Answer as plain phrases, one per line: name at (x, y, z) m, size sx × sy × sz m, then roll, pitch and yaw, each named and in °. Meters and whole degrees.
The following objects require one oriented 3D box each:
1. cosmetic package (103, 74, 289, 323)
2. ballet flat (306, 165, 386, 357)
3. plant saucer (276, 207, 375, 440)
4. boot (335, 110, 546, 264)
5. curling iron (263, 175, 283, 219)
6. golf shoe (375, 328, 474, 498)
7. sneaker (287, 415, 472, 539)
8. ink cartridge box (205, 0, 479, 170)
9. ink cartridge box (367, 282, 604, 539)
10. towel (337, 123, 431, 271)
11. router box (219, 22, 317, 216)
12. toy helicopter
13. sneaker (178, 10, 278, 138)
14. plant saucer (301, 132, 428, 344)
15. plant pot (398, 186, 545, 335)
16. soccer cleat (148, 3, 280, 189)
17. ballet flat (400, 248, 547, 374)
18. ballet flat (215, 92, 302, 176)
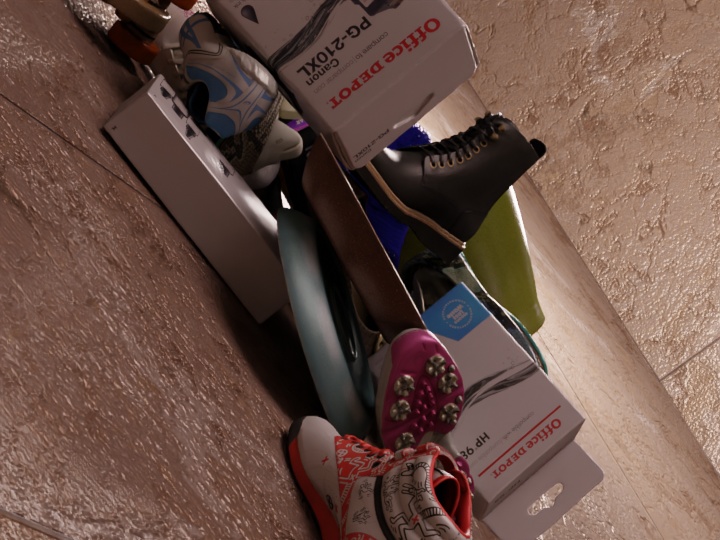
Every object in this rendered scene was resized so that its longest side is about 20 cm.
cosmetic package at (-0.120, -0.059, 1.616) m, size 0.200 × 0.050 × 0.083 m, roll 52°, pitch 13°, yaw -12°
ballet flat at (0.000, 0.000, 1.747) m, size 0.067 × 0.046 × 0.201 m, roll -52°, pitch 134°, yaw -56°
plant saucer at (-0.023, 0.043, 1.595) m, size 0.200 × 0.027 × 0.202 m, roll -16°, pitch 90°, yaw -84°
boot at (0.068, -0.105, 1.763) m, size 0.078 × 0.138 × 0.200 m, roll 48°, pitch 7°, yaw 35°
curling iron at (-0.068, -0.041, 1.805) m, size 0.200 × 0.049 × 0.026 m, roll -110°, pitch 177°, yaw -66°
golf shoe at (0.037, 0.115, 1.594) m, size 0.092 × 0.075 × 0.201 m, roll 50°, pitch -24°, yaw 45°
sneaker at (0.017, 0.148, 1.406) m, size 0.067 × 0.108 × 0.202 m, roll 46°, pitch 13°, yaw -32°
ink cartridge box at (-0.019, -0.207, 1.675) m, size 0.200 × 0.145 × 0.084 m, roll 49°, pitch -5°, yaw 21°
ink cartridge box at (0.107, 0.125, 1.701) m, size 0.200 × 0.116 × 0.067 m, roll 47°, pitch -16°, yaw 14°
towel at (0.010, -0.055, 1.840) m, size 0.148 × 0.049 × 0.202 m, roll 31°, pitch 69°, yaw -65°
router box at (-0.071, -0.144, 1.894) m, size 0.150 × 0.051 × 0.200 m, roll 60°, pitch -9°, yaw 25°
toy helicopter at (-0.241, -0.275, 1.780) m, size 0.132 × 0.079 × 0.200 m, roll 25°, pitch 18°, yaw -50°
sneaker at (-0.126, -0.164, 1.695) m, size 0.072 × 0.072 × 0.200 m, roll 49°, pitch 0°, yaw -25°
plant saucer at (0.002, -0.013, 1.607) m, size 0.201 × 0.036 × 0.200 m, roll 62°, pitch 0°, yaw 0°
plant pot at (0.090, -0.005, 2.033) m, size 0.194 × 0.199 × 0.200 m, roll 64°, pitch 10°, yaw -6°
soccer cleat at (-0.138, -0.161, 1.804) m, size 0.201 × 0.070 × 0.086 m, roll 54°, pitch 11°, yaw 3°
ballet flat at (0.095, 0.050, 1.815) m, size 0.074 × 0.074 × 0.200 m, roll 43°, pitch 6°, yaw -42°
ballet flat at (-0.069, -0.144, 1.749) m, size 0.075 × 0.201 × 0.068 m, roll 27°, pitch -24°, yaw -4°
